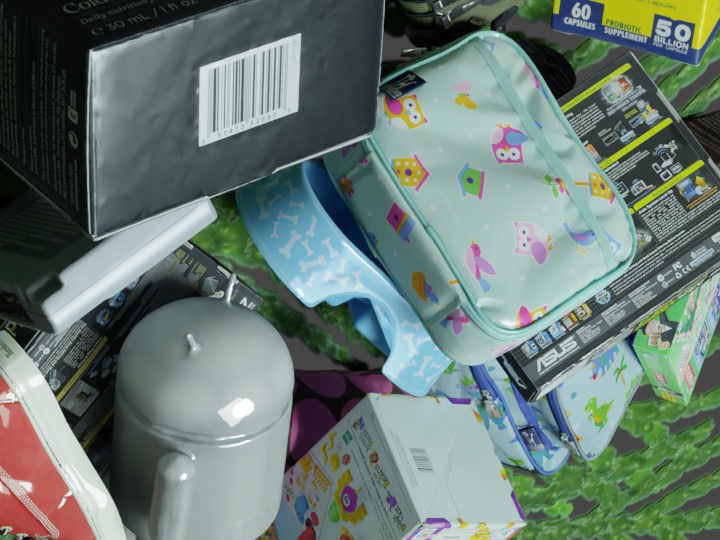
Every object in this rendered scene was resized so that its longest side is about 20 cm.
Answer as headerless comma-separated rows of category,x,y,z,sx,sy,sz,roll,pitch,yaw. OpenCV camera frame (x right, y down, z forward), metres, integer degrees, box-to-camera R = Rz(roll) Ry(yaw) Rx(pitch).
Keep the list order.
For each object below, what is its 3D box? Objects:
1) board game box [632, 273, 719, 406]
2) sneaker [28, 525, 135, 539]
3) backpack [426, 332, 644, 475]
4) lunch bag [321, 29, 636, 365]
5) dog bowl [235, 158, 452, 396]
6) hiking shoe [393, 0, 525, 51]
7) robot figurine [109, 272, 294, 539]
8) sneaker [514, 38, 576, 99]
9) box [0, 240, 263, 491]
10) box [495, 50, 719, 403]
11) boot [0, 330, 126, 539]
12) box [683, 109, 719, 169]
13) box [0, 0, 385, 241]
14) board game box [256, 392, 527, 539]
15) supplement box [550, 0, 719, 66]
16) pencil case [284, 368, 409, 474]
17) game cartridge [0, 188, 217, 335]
board game box,0.244,0.017,1.791,0.200,0.029,0.135,50,61,-73
sneaker,-0.183,0.217,1.647,0.200,0.089,0.075,-40,145,0
backpack,0.122,0.030,1.765,0.184,0.146,0.200,-60,138,-25
lunch bag,0.079,-0.055,1.581,0.160,0.201,0.077,-29,176,-30
dog bowl,0.000,0.000,1.621,0.049,0.112,0.200,-37,123,15
hiking shoe,0.051,-0.188,1.591,0.199,0.076,0.101,-3,118,-46
robot figurine,-0.102,0.100,1.551,0.170,0.112,0.201,-76,175,-53
sneaker,0.061,-0.101,1.692,0.199,0.070,0.082,-21,150,-31
box,-0.173,0.057,1.574,0.200,0.049,0.161,-52,141,0
box,0.151,-0.031,1.664,0.200,0.161,0.044,-34,170,-13
boot,-0.233,0.148,1.497,0.144,0.072,0.201,-37,131,-14
box,0.272,-0.064,1.924,0.199,0.075,0.101,-16,129,-36
box,-0.122,-0.140,1.349,0.199,0.196,0.125,-23,132,-33
board game box,0.002,0.184,1.679,0.103,0.105,0.200,6,141,-42
supplement box,0.204,-0.259,1.640,0.110,0.108,0.201,-55,155,-51
pencil case,-0.042,0.118,1.734,0.093,0.091,0.199,-31,154,36
game cartridge,-0.163,-0.021,1.410,0.133,0.200,0.041,-41,111,-17
